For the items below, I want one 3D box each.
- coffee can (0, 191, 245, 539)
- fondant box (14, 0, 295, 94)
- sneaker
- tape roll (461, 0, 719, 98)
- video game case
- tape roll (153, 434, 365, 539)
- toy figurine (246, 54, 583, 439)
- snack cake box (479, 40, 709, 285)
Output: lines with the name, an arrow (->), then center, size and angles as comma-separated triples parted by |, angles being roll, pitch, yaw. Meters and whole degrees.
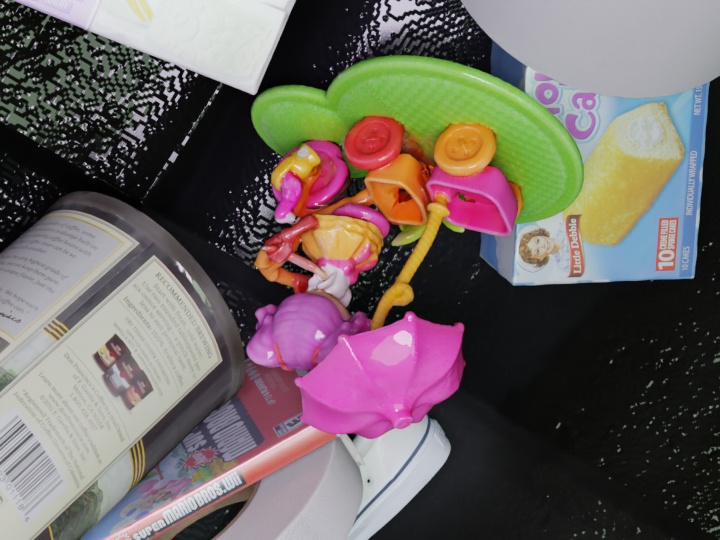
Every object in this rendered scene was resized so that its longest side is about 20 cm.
coffee can -> -0.180, 0.074, 1.317 | 0.200, 0.146, 0.147 | -43, 117, -32
fondant box -> -0.125, -0.163, 1.270 | 0.144, 0.200, 0.058 | 20, 101, -19
sneaker -> -0.038, 0.148, 1.472 | 0.071, 0.073, 0.200 | 45, 83, -14
tape roll -> 0.151, -0.211, 1.311 | 0.202, 0.139, 0.204 | 5, 64, -10
video game case -> -0.112, 0.111, 1.392 | 0.199, 0.143, 0.017 | -29, 109, -5
tape roll -> -0.092, 0.149, 1.380 | 0.202, 0.203, 0.037 | -33, 113, -2
toy figurine -> 0.000, 0.000, 1.329 | 0.185, 0.199, 0.150 | -68, 150, -27
snack cake box -> 0.136, -0.097, 1.433 | 0.114, 0.067, 0.201 | -3, 108, -15
